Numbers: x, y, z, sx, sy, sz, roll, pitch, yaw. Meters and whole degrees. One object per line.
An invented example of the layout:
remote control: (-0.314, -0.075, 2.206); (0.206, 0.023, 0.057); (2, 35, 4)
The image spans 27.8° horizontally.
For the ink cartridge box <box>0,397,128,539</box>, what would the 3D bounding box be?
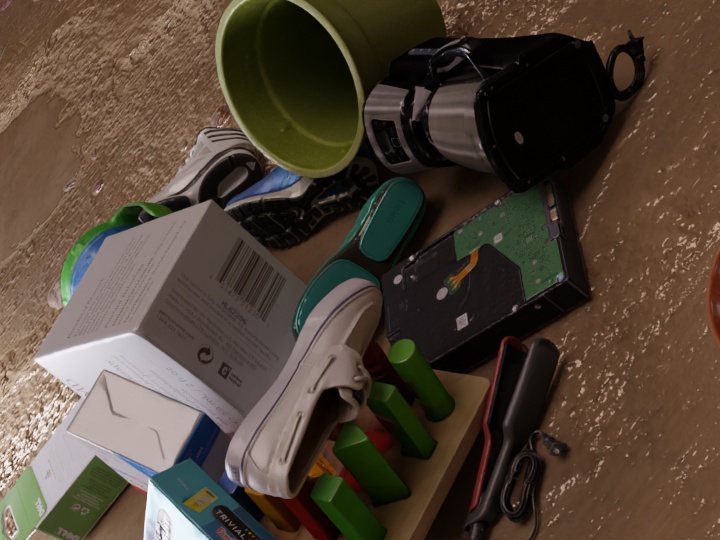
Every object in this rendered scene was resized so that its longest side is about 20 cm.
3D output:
ink cartridge box: (-0.319, 0.233, 1.607); (0.200, 0.059, 0.104); (-51, 34, 5)

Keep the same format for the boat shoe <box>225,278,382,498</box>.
boat shoe: (-0.025, 0.093, 1.137); (0.070, 0.071, 0.200); (17, 56, 30)

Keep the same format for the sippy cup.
sippy cup: (-0.249, 0.023, 1.648); (0.140, 0.178, 0.130); (-37, 39, -28)

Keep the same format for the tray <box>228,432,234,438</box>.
tray: (-0.080, 0.138, 1.436); (0.200, 0.022, 0.108); (-30, 42, 31)

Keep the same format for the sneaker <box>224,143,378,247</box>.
sneaker: (-0.062, -0.092, 1.572); (0.200, 0.079, 0.089); (-21, 39, 28)

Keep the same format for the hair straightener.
hair straightener: (0.125, 0.146, 1.168); (0.077, 0.041, 0.200); (-5, 58, 48)

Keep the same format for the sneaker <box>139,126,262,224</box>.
sneaker: (-0.201, -0.098, 1.750); (0.200, 0.076, 0.115); (-34, 30, 15)

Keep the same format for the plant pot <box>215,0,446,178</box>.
plant pot: (-0.013, -0.225, 1.498); (0.200, 0.200, 0.190); (-6, 22, 47)

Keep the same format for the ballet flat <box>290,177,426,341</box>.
ballet flat: (0.000, 0.000, 1.418); (0.200, 0.067, 0.070); (-56, -3, -15)

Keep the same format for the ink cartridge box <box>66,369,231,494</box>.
ink cartridge box: (-0.168, 0.173, 1.329); (0.116, 0.200, 0.067); (20, 70, 25)

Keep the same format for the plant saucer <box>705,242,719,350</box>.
plant saucer: (0.342, 0.000, 1.041); (0.200, 0.032, 0.201); (-30, 42, 32)

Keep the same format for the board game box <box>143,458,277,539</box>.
board game box: (-0.102, 0.274, 1.193); (0.200, 0.047, 0.151); (38, 133, 32)

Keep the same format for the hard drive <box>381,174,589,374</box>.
hard drive: (0.107, 0.014, 1.303); (0.200, 0.038, 0.140); (-35, 39, 28)

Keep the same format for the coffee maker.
coffee maker: (0.128, -0.152, 1.346); (0.200, 0.192, 0.135); (13, 109, 57)

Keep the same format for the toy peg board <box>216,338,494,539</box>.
toy peg board: (-0.025, 0.138, 1.207); (0.199, 0.098, 0.200); (7, 54, 39)

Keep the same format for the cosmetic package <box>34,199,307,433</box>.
cosmetic package: (-0.184, 0.058, 1.467); (0.200, 0.167, 0.167); (-16, 40, 48)
